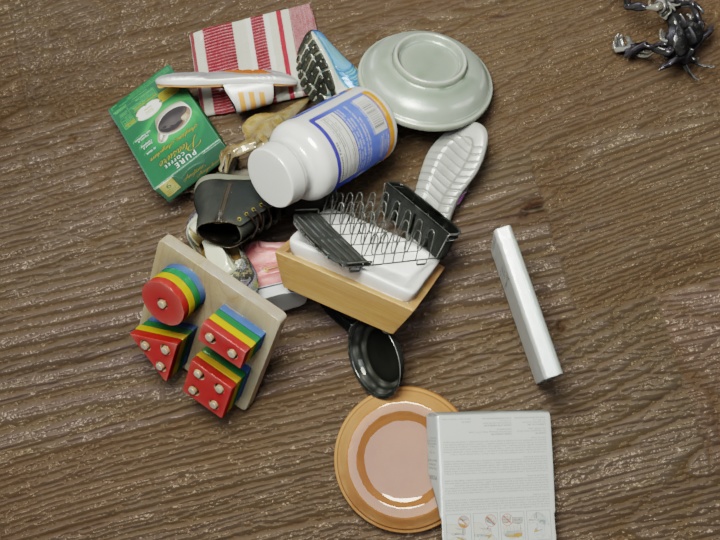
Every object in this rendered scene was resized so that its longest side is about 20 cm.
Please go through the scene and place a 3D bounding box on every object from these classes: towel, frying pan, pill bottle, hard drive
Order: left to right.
[{"bbox_3d":[-0.159,-0.322,1.292,0.199,0.023,0.144,-11,80,7],"label":"towel"},{"bbox_3d":[-0.052,-0.162,1.116,0.112,0.112,0.200,44,52,12],"label":"pill bottle"},{"bbox_3d":[-0.001,0.108,1.177,0.190,0.031,0.115,27,123,47],"label":"frying pan"},{"bbox_3d":[0.219,0.050,1.116,0.026,0.132,0.200,-18,78,3],"label":"hard drive"}]

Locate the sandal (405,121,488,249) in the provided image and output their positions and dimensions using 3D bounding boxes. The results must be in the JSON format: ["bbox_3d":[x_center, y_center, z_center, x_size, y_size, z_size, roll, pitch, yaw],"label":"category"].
[{"bbox_3d":[0.122,-0.120,1.207,0.082,0.050,0.203,30,97,26],"label":"sandal"}]

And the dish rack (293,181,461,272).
[{"bbox_3d":[0.016,-0.060,1.118,0.153,0.200,0.055,43,128,41],"label":"dish rack"}]

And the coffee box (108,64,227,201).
[{"bbox_3d":[-0.286,-0.207,1.243,0.123,0.044,0.200,-37,57,0],"label":"coffee box"}]

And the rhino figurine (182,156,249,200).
[{"bbox_3d":[-0.193,-0.134,1.240,0.199,0.060,0.088,5,88,11],"label":"rhino figurine"}]

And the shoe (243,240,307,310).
[{"bbox_3d":[-0.175,0.019,1.209,0.200,0.071,0.091,-12,62,11],"label":"shoe"}]

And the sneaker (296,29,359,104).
[{"bbox_3d":[-0.019,-0.272,1.241,0.090,0.078,0.200,-32,87,-37],"label":"sneaker"}]

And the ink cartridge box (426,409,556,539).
[{"bbox_3d":[0.173,0.286,1.099,0.162,0.057,0.201,1,84,-12],"label":"ink cartridge box"}]

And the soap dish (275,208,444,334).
[{"bbox_3d":[0.000,0.000,1.146,0.200,0.157,0.081,23,118,11],"label":"soap dish"}]

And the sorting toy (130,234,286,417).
[{"bbox_3d":[-0.222,0.088,1.130,0.199,0.200,0.070,33,42,9],"label":"sorting toy"}]

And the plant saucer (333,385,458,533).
[{"bbox_3d":[0.060,0.259,1.146,0.200,0.037,0.201,-1,79,6],"label":"plant saucer"}]

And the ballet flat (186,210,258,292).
[{"bbox_3d":[-0.204,-0.039,1.169,0.072,0.072,0.200,-37,53,-1],"label":"ballet flat"}]

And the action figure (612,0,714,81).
[{"bbox_3d":[0.423,-0.360,1.189,0.119,0.102,0.200,-37,103,-9],"label":"action figure"}]

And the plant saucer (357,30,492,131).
[{"bbox_3d":[0.096,-0.287,1.196,0.200,0.050,0.200,3,55,-5],"label":"plant saucer"}]

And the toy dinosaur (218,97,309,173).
[{"bbox_3d":[-0.117,-0.204,1.195,0.101,0.058,0.200,31,58,28],"label":"toy dinosaur"}]

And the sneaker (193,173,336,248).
[{"bbox_3d":[-0.129,-0.079,1.149,0.199,0.075,0.106,-4,43,-6],"label":"sneaker"}]

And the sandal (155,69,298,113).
[{"bbox_3d":[-0.196,-0.264,1.236,0.206,0.079,0.059,-4,111,-10],"label":"sandal"}]
